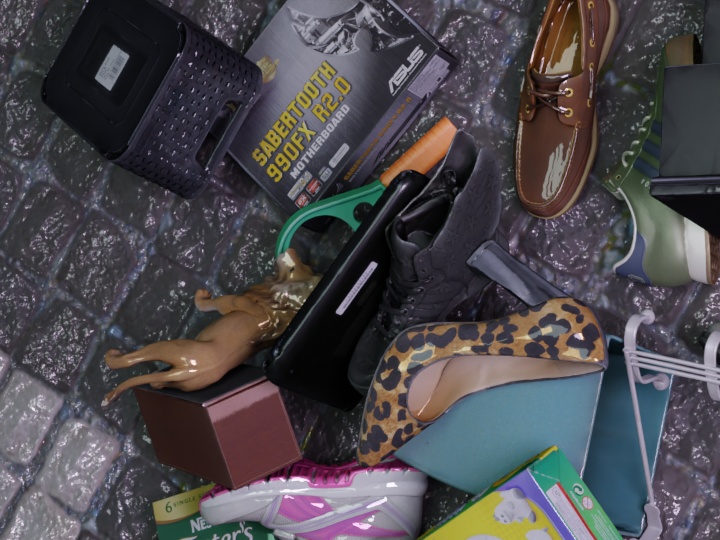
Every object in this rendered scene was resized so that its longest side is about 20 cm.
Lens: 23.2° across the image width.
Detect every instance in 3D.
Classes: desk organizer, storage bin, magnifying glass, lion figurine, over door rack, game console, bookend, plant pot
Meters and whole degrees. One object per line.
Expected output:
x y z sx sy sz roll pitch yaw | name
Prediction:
-0.126 0.127 1.497 0.199 0.071 0.078 3 113 65 | desk organizer
-0.193 -0.168 1.586 0.136 0.093 0.200 -59 38 6 | storage bin
0.009 -0.056 1.517 0.200 0.022 0.080 -43 108 5 | magnifying glass
-0.116 0.059 1.464 0.122 0.073 0.200 2 36 44 | lion figurine
0.271 0.132 1.302 0.147 0.066 0.202 12 119 36 | over door rack
0.000 0.000 1.432 0.116 0.175 0.201 42 101 38 | game console
0.294 -0.133 1.297 0.091 0.198 0.203 -1 79 29 | bookend
0.120 0.114 1.379 0.198 0.141 0.143 9 85 32 | plant pot

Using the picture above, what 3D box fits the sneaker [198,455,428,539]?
-0.037 0.204 1.456 0.197 0.081 0.089 -4 98 10 | sneaker

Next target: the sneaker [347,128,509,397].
0.043 -0.002 1.332 0.200 0.104 0.060 -47 47 0 | sneaker

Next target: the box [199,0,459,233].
-0.031 -0.161 1.561 0.200 0.048 0.158 -50 63 11 | box

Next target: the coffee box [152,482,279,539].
-0.107 0.282 1.519 0.122 0.044 0.202 -19 72 24 | coffee box

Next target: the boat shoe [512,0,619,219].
0.160 -0.145 1.446 0.071 0.067 0.203 10 85 29 | boat shoe

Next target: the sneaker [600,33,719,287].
0.232 -0.085 1.395 0.089 0.067 0.203 -6 81 21 | sneaker

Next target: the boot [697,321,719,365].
0.365 0.046 1.312 0.198 0.068 0.132 23 82 26 | boot

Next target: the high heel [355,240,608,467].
0.086 0.090 1.284 0.142 0.071 0.201 39 96 39 | high heel

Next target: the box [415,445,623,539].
0.105 0.224 1.292 0.118 0.048 0.200 54 135 7 | box
